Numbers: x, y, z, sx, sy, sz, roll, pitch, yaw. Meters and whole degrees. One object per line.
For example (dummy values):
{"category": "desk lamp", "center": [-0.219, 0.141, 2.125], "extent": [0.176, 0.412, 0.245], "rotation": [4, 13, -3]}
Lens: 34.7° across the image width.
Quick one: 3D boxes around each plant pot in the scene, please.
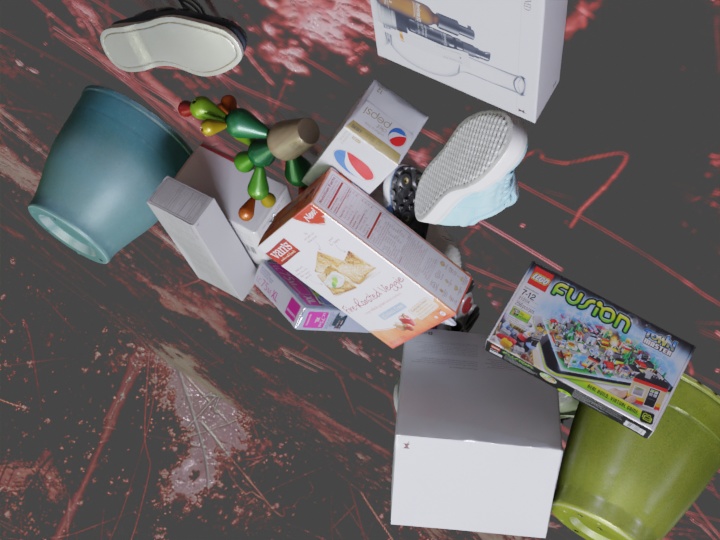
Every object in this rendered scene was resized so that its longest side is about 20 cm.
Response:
{"category": "plant pot", "center": [-0.358, -0.122, 1.613], "extent": [0.199, 0.188, 0.200], "rotation": [30, 162, 11]}
{"category": "plant pot", "center": [0.325, 0.232, 1.377], "extent": [0.200, 0.193, 0.201], "rotation": [29, 162, 11]}

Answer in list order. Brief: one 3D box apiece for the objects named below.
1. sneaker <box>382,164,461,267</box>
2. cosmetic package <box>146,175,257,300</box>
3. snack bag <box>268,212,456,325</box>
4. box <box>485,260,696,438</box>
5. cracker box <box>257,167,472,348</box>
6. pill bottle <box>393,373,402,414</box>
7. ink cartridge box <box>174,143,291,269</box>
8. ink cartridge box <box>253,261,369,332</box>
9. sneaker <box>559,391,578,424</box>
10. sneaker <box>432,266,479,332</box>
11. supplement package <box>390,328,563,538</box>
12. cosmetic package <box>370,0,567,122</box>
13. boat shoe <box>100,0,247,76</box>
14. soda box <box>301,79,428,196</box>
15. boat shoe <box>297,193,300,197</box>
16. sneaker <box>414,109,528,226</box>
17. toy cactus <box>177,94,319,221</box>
{"category": "sneaker", "center": [0.057, -0.049, 1.296], "extent": [0.072, 0.072, 0.200], "rotation": [25, 158, 33]}
{"category": "cosmetic package", "center": [-0.202, -0.040, 1.516], "extent": [0.082, 0.051, 0.200], "rotation": [28, 161, 26]}
{"category": "snack bag", "center": [0.000, 0.000, 1.390], "extent": [0.200, 0.021, 0.188], "rotation": [40, 164, -30]}
{"category": "box", "center": [0.248, 0.084, 1.255], "extent": [0.199, 0.110, 0.035], "rotation": [28, 162, 12]}
{"category": "cracker box", "center": [0.003, -0.009, 1.253], "extent": [0.200, 0.058, 0.134], "rotation": [37, 146, -13]}
{"category": "pill bottle", "center": [0.119, 0.175, 1.708], "extent": [0.113, 0.113, 0.200], "rotation": [32, 163, 1]}
{"category": "ink cartridge box", "center": [-0.164, -0.068, 1.597], "extent": [0.146, 0.083, 0.200], "rotation": [27, 161, 17]}
{"category": "ink cartridge box", "center": [-0.036, 0.038, 1.576], "extent": [0.199, 0.042, 0.119], "rotation": [8, -154, -43]}
{"category": "sneaker", "center": [0.242, 0.178, 1.570], "extent": [0.088, 0.076, 0.200], "rotation": [38, 162, -15]}
{"category": "sneaker", "center": [0.101, 0.038, 1.479], "extent": [0.083, 0.081, 0.200], "rotation": [40, 157, 27]}
{"category": "supplement package", "center": [0.137, 0.192, 1.389], "extent": [0.190, 0.200, 0.148], "rotation": [5, 125, 3]}
{"category": "cosmetic package", "center": [0.079, -0.208, 0.869], "extent": [0.150, 0.052, 0.200], "rotation": [24, 161, 16]}
{"category": "boat shoe", "center": [-0.187, -0.243, 1.202], "extent": [0.199, 0.062, 0.075], "rotation": [3, 131, 42]}
{"category": "soda box", "center": [0.000, -0.124, 1.203], "extent": [0.068, 0.064, 0.200], "rotation": [34, 162, -6]}
{"category": "boat shoe", "center": [-0.036, -0.011, 1.524], "extent": [0.074, 0.086, 0.202], "rotation": [16, 156, 42]}
{"category": "sneaker", "center": [0.123, -0.095, 1.096], "extent": [0.081, 0.074, 0.200], "rotation": [6, 165, -19]}
{"category": "toy cactus", "center": [-0.111, -0.138, 1.335], "extent": [0.200, 0.102, 0.165], "rotation": [48, 148, -19]}
